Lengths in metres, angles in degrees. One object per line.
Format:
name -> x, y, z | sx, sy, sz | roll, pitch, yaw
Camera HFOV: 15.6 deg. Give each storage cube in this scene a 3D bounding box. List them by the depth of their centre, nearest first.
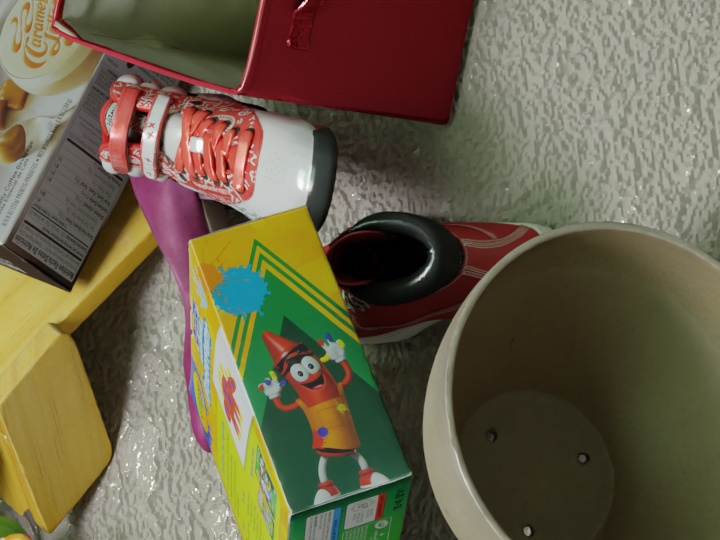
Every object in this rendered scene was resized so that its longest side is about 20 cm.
storage cube -> -0.044, -0.191, 1.543 | 0.200, 0.180, 0.171 | 20, 100, 42

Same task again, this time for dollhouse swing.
dollhouse swing -> -0.219, 0.028, 1.791 | 0.200, 0.176, 0.182 | 35, 151, 39

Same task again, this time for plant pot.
plant pot -> 0.115, 0.092, 1.372 | 0.134, 0.200, 0.201 | 135, 126, -63

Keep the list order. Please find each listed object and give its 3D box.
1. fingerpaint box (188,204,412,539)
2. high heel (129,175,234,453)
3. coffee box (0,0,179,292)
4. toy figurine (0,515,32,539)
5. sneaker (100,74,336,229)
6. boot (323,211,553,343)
fingerpaint box -> -0.036, 0.086, 1.451 | 0.200, 0.073, 0.167 | 97, 154, -63
high heel -> -0.110, 0.016, 1.655 | 0.096, 0.067, 0.201 | 0, 72, 22
coffee box -> -0.202, -0.103, 1.701 | 0.114, 0.080, 0.200 | 20, 78, 36
toy figurine -> -0.203, 0.232, 1.675 | 0.184, 0.200, 0.150 | -8, 121, 38
sneaker -> -0.090, -0.067, 1.525 | 0.201, 0.108, 0.067 | -147, 68, -68
boot -> 0.000, 0.000, 1.509 | 0.200, 0.144, 0.073 | -9, 81, 43
